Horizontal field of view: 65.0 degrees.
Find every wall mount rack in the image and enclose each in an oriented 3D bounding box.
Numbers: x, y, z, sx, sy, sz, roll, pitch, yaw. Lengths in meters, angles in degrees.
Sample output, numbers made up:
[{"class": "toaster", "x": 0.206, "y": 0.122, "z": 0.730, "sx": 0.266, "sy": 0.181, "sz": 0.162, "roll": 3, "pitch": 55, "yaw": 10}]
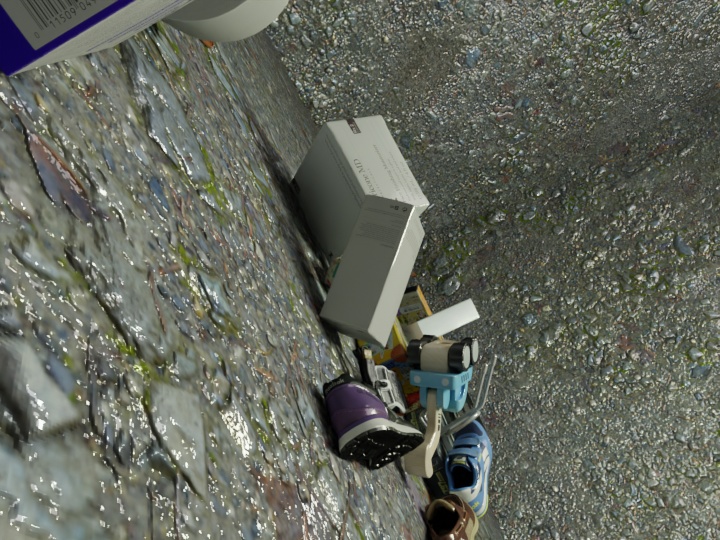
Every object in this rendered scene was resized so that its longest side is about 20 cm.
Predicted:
[{"class": "wall mount rack", "x": 0.192, "y": 0.241, "z": 1.051, "sx": 0.075, "sy": 0.173, "sz": 0.200, "roll": 55, "pitch": -6, "yaw": 16}]

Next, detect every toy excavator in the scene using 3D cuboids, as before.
[{"class": "toy excavator", "x": 0.128, "y": 0.216, "z": 0.935, "sx": 0.194, "sy": 0.099, "sz": 0.201, "roll": -2, "pitch": 92, "yaw": -64}]

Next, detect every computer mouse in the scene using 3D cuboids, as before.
[{"class": "computer mouse", "x": 0.030, "y": 0.188, "z": 0.873, "sx": 0.200, "sy": 0.044, "sz": 0.110, "roll": 52, "pitch": 19, "yaw": -63}]

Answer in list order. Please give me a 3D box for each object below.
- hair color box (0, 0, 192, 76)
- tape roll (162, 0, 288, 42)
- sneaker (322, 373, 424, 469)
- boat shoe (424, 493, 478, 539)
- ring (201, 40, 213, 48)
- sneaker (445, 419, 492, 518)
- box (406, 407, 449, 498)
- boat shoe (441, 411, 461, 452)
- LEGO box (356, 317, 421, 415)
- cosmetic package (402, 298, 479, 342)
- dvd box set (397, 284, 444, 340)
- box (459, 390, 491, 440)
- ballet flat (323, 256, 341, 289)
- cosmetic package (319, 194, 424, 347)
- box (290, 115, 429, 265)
[{"class": "hair color box", "x": -0.159, "y": -0.188, "z": 0.359, "sx": 0.065, "sy": 0.109, "sz": 0.200, "roll": 61, "pitch": 6, "yaw": -24}, {"class": "tape roll", "x": -0.165, "y": -0.352, "z": 0.582, "sx": 0.203, "sy": 0.202, "sz": 0.139, "roll": 63, "pitch": 4, "yaw": -13}, {"class": "sneaker", "x": 0.016, "y": 0.170, "z": 0.661, "sx": 0.088, "sy": 0.075, "sz": 0.200, "roll": 60, "pitch": 2, "yaw": 30}, {"class": "boat shoe", "x": 0.136, "y": 0.384, "z": 0.872, "sx": 0.072, "sy": 0.072, "sz": 0.200, "roll": 66, "pitch": 11, "yaw": 1}, {"class": "ring", "x": -0.283, "y": -0.453, "z": 0.894, "sx": 0.200, "sy": 0.019, "sz": 0.201, "roll": -25, "pitch": 90, "yaw": -85}, {"class": "sneaker", "x": 0.203, "y": 0.358, "z": 1.069, "sx": 0.082, "sy": 0.074, "sz": 0.201, "roll": 54, "pitch": 28, "yaw": -31}, {"class": "box", "x": 0.152, "y": 0.377, "z": 1.166, "sx": 0.200, "sy": 0.051, "sz": 0.158, "roll": -102, "pitch": 166, "yaw": -67}, {"class": "boat shoe", "x": 0.203, "y": 0.337, "z": 1.187, "sx": 0.072, "sy": 0.071, "sz": 0.201, "roll": -99, "pitch": 163, "yaw": -72}, {"class": "LEGO box", "x": 0.050, "y": 0.149, "z": 1.068, "sx": 0.200, "sy": 0.077, "sz": 0.149, "roll": -109, "pitch": 172, "yaw": -53}, {"class": "cosmetic package", "x": 0.146, "y": 0.132, "z": 1.253, "sx": 0.052, "sy": 0.150, "sz": 0.200, "roll": 64, "pitch": -29, "yaw": 8}, {"class": "dvd box set", "x": 0.115, "y": 0.138, "z": 1.416, "sx": 0.201, "sy": 0.146, "sz": 0.029, "roll": 61, "pitch": 25, "yaw": -25}, {"class": "box", "x": 0.350, "y": 0.526, "z": 1.989, "sx": 0.079, "sy": 0.141, "sz": 0.201, "roll": 53, "pitch": 13, "yaw": -77}, {"class": "ballet flat", "x": 0.000, "y": 0.000, "z": 1.025, "sx": 0.200, "sy": 0.075, "sz": 0.064, "roll": -15, "pitch": 121, "yaw": -69}, {"class": "cosmetic package", "x": 0.023, "y": 0.002, "z": 0.854, "sx": 0.201, "sy": 0.084, "sz": 0.108, "roll": -68, "pitch": 159, "yaw": -15}, {"class": "box", "x": -0.009, "y": -0.142, "z": 1.049, "sx": 0.200, "sy": 0.130, "sz": 0.200, "roll": 63, "pitch": -34, "yaw": 14}]
